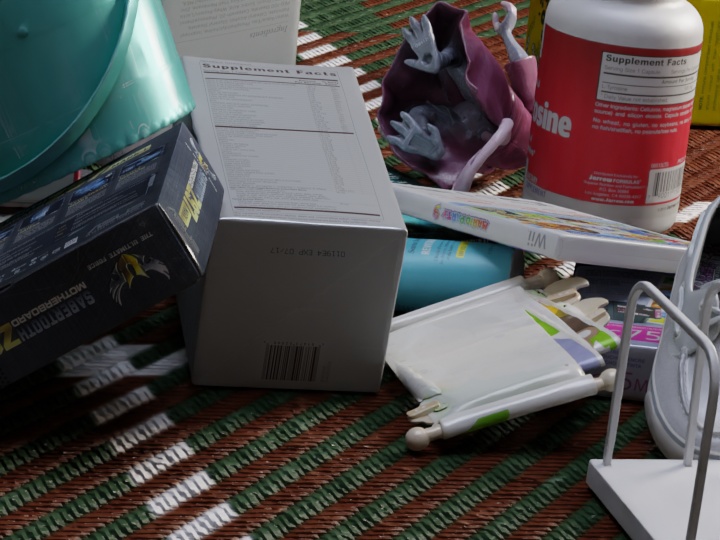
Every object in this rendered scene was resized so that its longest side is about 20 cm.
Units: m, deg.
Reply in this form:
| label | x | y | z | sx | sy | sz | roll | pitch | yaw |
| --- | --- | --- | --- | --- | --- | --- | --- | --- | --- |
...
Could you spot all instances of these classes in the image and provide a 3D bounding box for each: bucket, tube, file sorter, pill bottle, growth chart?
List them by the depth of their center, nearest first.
| label | x | y | z | sx | sy | sz | roll | pitch | yaw |
| --- | --- | --- | --- | --- | --- | --- | --- | --- | --- |
| file sorter | 0.236 | 0.079 | 1.415 | 0.199 | 0.125 | 0.139 | 1 | 17 | -15 |
| bucket | -0.198 | -0.117 | 1.558 | 0.206 | 0.135 | 0.207 | -24 | 8 | 4 |
| growth chart | 0.078 | 0.044 | 1.582 | 0.144 | 0.018 | 0.200 | -14 | 19 | -5 |
| tube | 0.000 | 0.000 | 1.725 | 0.199 | 0.051 | 0.077 | 6 | 11 | 13 |
| pill bottle | 0.179 | -0.132 | 1.939 | 0.112 | 0.201 | 0.112 | 6 | 17 | -2 |

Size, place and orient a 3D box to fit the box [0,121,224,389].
| label | x | y | z | sx | sy | sz | roll | pitch | yaw |
| --- | --- | --- | --- | --- | --- | --- | --- | --- | --- |
| box | -0.170 | 0.007 | 1.450 | 0.199 | 0.051 | 0.158 | -28 | 16 | 9 |

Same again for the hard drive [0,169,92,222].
| label | x | y | z | sx | sy | sz | roll | pitch | yaw |
| --- | --- | --- | --- | --- | --- | --- | --- | --- | --- |
| hard drive | -0.235 | -0.032 | 1.747 | 0.139 | 0.038 | 0.200 | 14 | 18 | 21 |

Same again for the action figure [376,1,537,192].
| label | x | y | z | sx | sy | sz | roll | pitch | yaw |
| --- | --- | --- | --- | --- | --- | --- | --- | --- | --- |
| action figure | 0.094 | -0.114 | 1.985 | 0.149 | 0.134 | 0.200 | 42 | 9 | 30 |

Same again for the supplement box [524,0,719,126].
| label | x | y | z | sx | sy | sz | roll | pitch | yaw |
| --- | --- | --- | --- | --- | --- | --- | --- | --- | --- |
| supplement box | 0.245 | -0.185 | 2.288 | 0.199 | 0.110 | 0.109 | 2 | 18 | -13 |

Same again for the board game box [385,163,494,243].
| label | x | y | z | sx | sy | sz | roll | pitch | yaw |
| --- | --- | --- | --- | --- | --- | --- | --- | --- | --- |
| board game box | -0.014 | -0.044 | 1.879 | 0.135 | 0.028 | 0.200 | -4 | 20 | -31 |

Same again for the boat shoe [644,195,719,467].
| label | x | y | z | sx | sy | sz | roll | pitch | yaw |
| --- | --- | --- | --- | --- | --- | --- | --- | --- | --- |
| boat shoe | 0.205 | 0.032 | 1.557 | 0.072 | 0.069 | 0.200 | 13 | 40 | 8 |

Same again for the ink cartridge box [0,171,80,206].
| label | x | y | z | sx | sy | sz | roll | pitch | yaw |
| --- | --- | --- | --- | --- | --- | --- | --- | --- | --- |
| ink cartridge box | -0.233 | -0.136 | 1.769 | 0.084 | 0.145 | 0.200 | 0 | 16 | -17 |

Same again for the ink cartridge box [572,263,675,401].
| label | x | y | z | sx | sy | sz | roll | pitch | yaw |
| --- | --- | --- | --- | --- | --- | --- | --- | --- | --- |
| ink cartridge box | 0.187 | 0.033 | 1.691 | 0.119 | 0.042 | 0.200 | 7 | 16 | 2 |

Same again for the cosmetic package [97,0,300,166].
| label | x | y | z | sx | sy | sz | roll | pitch | yaw |
| --- | --- | --- | --- | --- | --- | --- | --- | --- | --- |
| cosmetic package | -0.143 | -0.183 | 1.870 | 0.123 | 0.201 | 0.199 | -15 | 33 | -32 |

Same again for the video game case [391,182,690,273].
| label | x | y | z | sx | sy | sz | roll | pitch | yaw |
| --- | --- | --- | --- | --- | --- | --- | --- | --- | --- |
| video game case | 0.118 | -0.026 | 1.745 | 0.143 | 0.018 | 0.200 | 6 | 7 | -35 |

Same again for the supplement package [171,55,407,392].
| label | x | y | z | sx | sy | sz | roll | pitch | yaw |
| --- | --- | --- | --- | --- | --- | --- | --- | --- | --- |
| supplement package | -0.049 | -0.030 | 1.617 | 0.113 | 0.110 | 0.200 | 3 | 30 | -11 |
